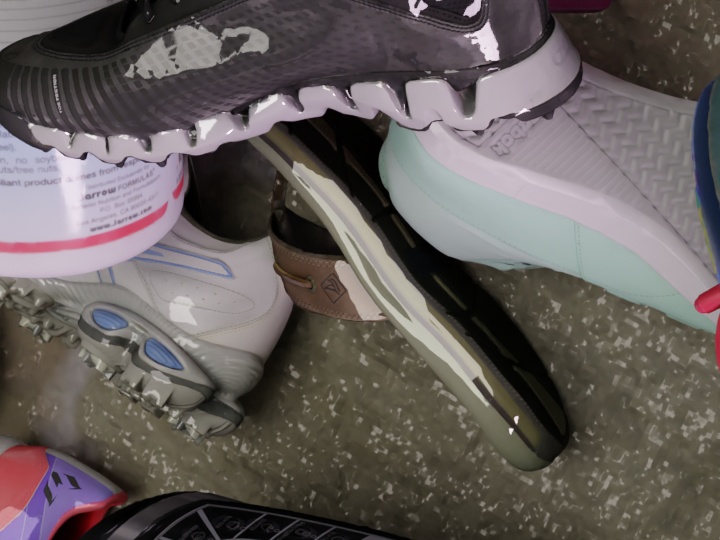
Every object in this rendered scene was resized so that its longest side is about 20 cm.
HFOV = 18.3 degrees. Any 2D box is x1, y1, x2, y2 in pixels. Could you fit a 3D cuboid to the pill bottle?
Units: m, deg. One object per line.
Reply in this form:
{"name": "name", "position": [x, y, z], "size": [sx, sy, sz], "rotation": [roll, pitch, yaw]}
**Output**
{"name": "pill bottle", "position": [-0.123, -0.106, 0.814], "size": [0.108, 0.109, 0.201], "rotation": [15, 122, 26]}

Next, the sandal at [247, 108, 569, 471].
{"name": "sandal", "position": [0.000, 0.001, 0.846], "size": [0.057, 0.080, 0.201], "rotation": [-42, 74, 20]}

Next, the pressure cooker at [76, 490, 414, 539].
{"name": "pressure cooker", "position": [-0.011, 0.179, 0.806], "size": [0.200, 0.179, 0.176], "rotation": [13, 87, 31]}

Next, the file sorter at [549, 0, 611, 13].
{"name": "file sorter", "position": [0.052, -0.149, 0.782], "size": [0.200, 0.139, 0.126], "rotation": [-16, 86, 27]}

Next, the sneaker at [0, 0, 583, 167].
{"name": "sneaker", "position": [-0.033, -0.087, 0.713], "size": [0.199, 0.067, 0.091], "rotation": [-4, 124, 18]}

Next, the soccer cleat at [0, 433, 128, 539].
{"name": "soccer cleat", "position": [-0.149, 0.172, 0.943], "size": [0.073, 0.068, 0.201], "rotation": [13, 96, 22]}

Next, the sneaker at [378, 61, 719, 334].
{"name": "sneaker", "position": [0.100, -0.019, 0.808], "size": [0.200, 0.118, 0.074], "rotation": [27, 75, -6]}

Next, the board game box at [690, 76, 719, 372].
{"name": "board game box", "position": [0.145, 0.037, 0.698], "size": [0.039, 0.158, 0.200], "rotation": [-30, 114, 28]}

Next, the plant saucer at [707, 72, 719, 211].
{"name": "plant saucer", "position": [0.176, 0.016, 0.686], "size": [0.036, 0.200, 0.200], "rotation": [-29, 79, 28]}

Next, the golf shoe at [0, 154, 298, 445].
{"name": "golf shoe", "position": [-0.109, -0.014, 0.923], "size": [0.200, 0.078, 0.097], "rotation": [30, 81, 23]}
